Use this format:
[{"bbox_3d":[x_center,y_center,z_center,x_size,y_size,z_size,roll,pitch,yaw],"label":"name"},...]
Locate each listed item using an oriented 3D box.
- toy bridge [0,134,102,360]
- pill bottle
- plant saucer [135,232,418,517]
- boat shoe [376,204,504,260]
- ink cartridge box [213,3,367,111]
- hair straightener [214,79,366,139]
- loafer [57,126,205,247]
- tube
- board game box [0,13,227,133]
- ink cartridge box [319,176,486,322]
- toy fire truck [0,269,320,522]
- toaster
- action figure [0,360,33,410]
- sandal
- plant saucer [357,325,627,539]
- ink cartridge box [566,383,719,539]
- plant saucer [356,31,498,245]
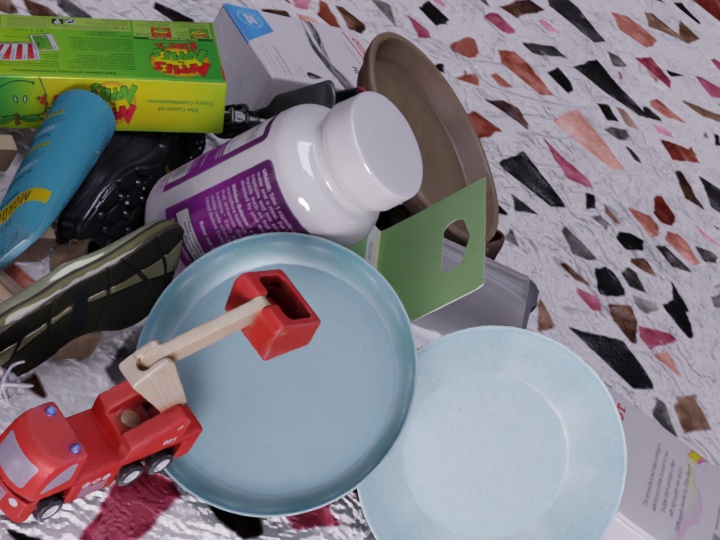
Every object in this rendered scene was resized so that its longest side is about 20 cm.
[{"bbox_3d":[-0.253,-0.022,1.064,0.067,0.027,0.200,-2,52,-43],"label":"toy bridge"},{"bbox_3d":[-0.056,-0.056,1.104,0.112,0.199,0.113,32,47,-41],"label":"pill bottle"},{"bbox_3d":[-0.058,0.072,1.031,0.200,0.200,0.027,51,-5,18],"label":"plant saucer"},{"bbox_3d":[0.041,-0.035,1.314,0.199,0.072,0.072,16,39,-29],"label":"boat shoe"},{"bbox_3d":[-0.040,-0.178,1.402,0.199,0.068,0.116,4,40,-40],"label":"ink cartridge box"},{"bbox_3d":[-0.087,-0.133,1.235,0.077,0.199,0.041,7,87,-44],"label":"hair straightener"},{"bbox_3d":[-0.188,-0.073,1.164,0.070,0.068,0.201,7,36,18],"label":"loafer"},{"bbox_3d":[-0.224,-0.056,1.046,0.050,0.077,0.200,37,34,-17],"label":"tube"},{"bbox_3d":[-0.211,-0.156,1.170,0.199,0.048,0.102,0,37,-13],"label":"board game box"},{"bbox_3d":[0.000,0.000,1.122,0.048,0.200,0.146,46,28,-26],"label":"ink cartridge box"},{"bbox_3d":[-0.132,0.078,0.942,0.200,0.141,0.049,-18,62,-44],"label":"toy fire truck"},{"bbox_3d":[0.056,0.061,1.180,0.129,0.114,0.200,29,44,-8],"label":"toaster"},{"bbox_3d":[-0.292,0.057,0.872,0.199,0.069,0.131,10,77,-17],"label":"action figure"},{"bbox_3d":[-0.194,0.008,0.997,0.057,0.080,0.201,37,41,24],"label":"sandal"},{"bbox_3d":[0.093,0.138,1.088,0.201,0.201,0.039,33,0,-7],"label":"plant saucer"},{"bbox_3d":[0.238,0.209,1.199,0.200,0.084,0.145,37,33,-2],"label":"ink cartridge box"},{"bbox_3d":[0.056,-0.109,1.273,0.200,0.029,0.201,44,33,-37],"label":"plant saucer"}]
